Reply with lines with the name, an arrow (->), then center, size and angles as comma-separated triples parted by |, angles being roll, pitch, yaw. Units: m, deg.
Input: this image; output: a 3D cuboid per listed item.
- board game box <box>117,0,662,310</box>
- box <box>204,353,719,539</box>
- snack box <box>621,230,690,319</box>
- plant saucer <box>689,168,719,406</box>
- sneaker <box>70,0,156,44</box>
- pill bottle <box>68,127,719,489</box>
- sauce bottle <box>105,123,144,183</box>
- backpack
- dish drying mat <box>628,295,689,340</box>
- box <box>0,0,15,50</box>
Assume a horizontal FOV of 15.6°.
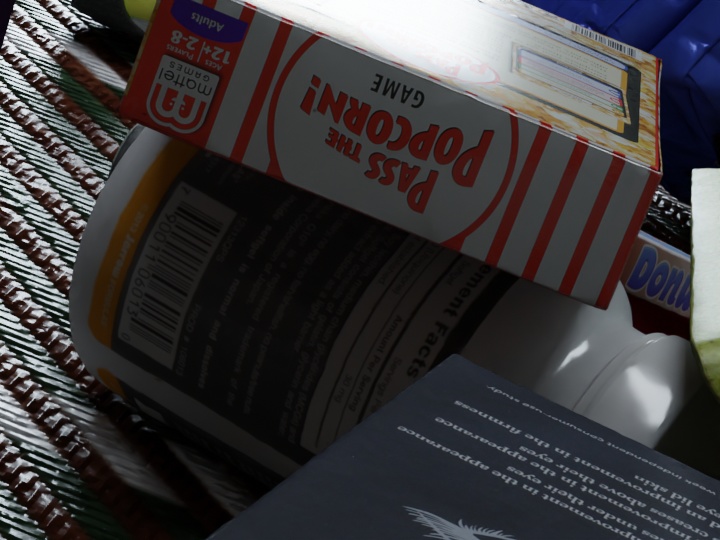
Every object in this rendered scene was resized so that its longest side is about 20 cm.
board game box -> 0.018, -0.060, 0.825 | 0.151, 0.047, 0.200 | 22, 15, 1
box -> 0.037, 0.117, 0.640 | 0.147, 0.105, 0.200 | 26, 21, 16
snack box -> 0.093, -0.009, 1.012 | 0.072, 0.024, 0.200 | 29, 4, 28
plant saucer -> 0.177, 0.063, 0.836 | 0.200, 0.048, 0.200 | 56, 16, -11
sneaker -> -0.068, -0.156, 1.285 | 0.078, 0.091, 0.200 | 30, 23, 22
pill bottle -> 0.014, 0.028, 0.837 | 0.199, 0.117, 0.116 | 29, 21, 23
sauce bottle -> 0.000, 0.000, 0.975 | 0.199, 0.065, 0.065 | 25, 20, 15
backpack -> 0.165, -0.115, 1.266 | 0.168, 0.162, 0.200 | 52, 3, 31
dish drying mat -> 0.128, 0.024, 1.101 | 0.076, 0.018, 0.200 | 3, 26, -38
box -> -0.183, -0.050, 0.729 | 0.140, 0.201, 0.079 | 5, 24, -33
